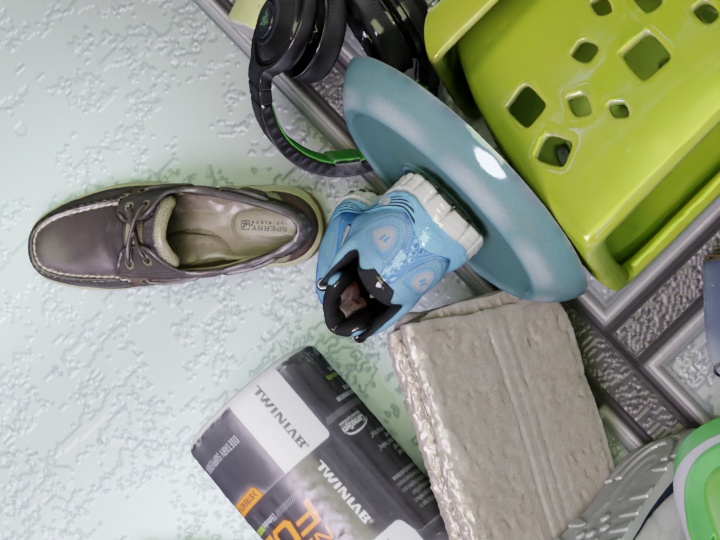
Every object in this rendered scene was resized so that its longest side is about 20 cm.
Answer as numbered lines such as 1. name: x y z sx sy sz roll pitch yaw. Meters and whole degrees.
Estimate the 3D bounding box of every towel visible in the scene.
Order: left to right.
1. towel: 0.095 0.111 1.390 0.132 0.034 0.201 -13 85 -35

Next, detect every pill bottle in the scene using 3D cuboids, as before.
1. pill bottle: -0.007 0.153 1.401 0.106 0.106 0.200 -42 82 3

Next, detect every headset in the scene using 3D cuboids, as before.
1. headset: -0.013 -0.162 1.420 0.123 0.094 0.201 -7 116 -19

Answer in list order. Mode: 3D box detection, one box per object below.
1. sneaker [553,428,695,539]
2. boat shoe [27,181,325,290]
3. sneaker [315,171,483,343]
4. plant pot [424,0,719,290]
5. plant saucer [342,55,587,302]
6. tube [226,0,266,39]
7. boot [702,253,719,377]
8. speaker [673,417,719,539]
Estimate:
1. sneaker: 0.167 0.181 1.354 0.200 0.076 0.081 -41 105 -34
2. boat shoe: -0.125 -0.027 1.447 0.199 0.065 0.074 -8 87 7
3. sneaker: 0.000 0.000 1.365 0.078 0.200 0.090 45 72 -2
4. plant pot: 0.155 -0.127 1.359 0.199 0.200 0.182 -44 77 3
5. plant saucer: 0.056 -0.048 1.343 0.200 0.200 0.027 43 81 7
6. tube: -0.021 -0.239 1.457 0.052 0.058 0.201 26 85 41
7. boot: 0.261 0.077 1.398 0.096 0.075 0.201 1 77 17
8. speaker: 0.239 0.180 1.274 0.088 0.089 0.200 -17 47 5
